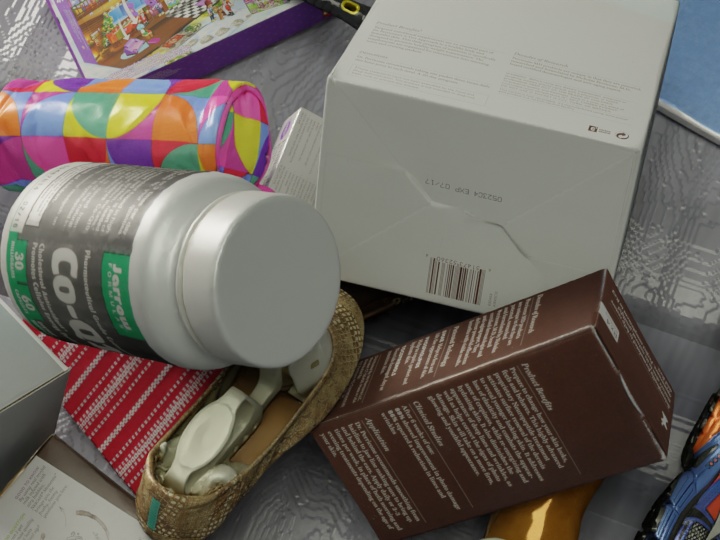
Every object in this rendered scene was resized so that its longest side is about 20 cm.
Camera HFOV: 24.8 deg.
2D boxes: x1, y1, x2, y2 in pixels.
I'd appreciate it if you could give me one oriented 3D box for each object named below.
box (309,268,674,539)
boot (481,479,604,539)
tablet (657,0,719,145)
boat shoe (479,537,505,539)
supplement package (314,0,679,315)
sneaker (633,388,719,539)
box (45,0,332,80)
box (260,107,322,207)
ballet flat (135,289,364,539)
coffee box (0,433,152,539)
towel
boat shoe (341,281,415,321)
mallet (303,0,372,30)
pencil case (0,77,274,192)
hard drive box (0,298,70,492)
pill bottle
[{"bbox_3d":[0.080,0.085,0.997,0.199,0.101,0.075,-20,23,27],"label":"box"},{"bbox_3d":[0.122,0.210,1.020,0.201,0.071,0.144,-38,76,-7],"label":"boot"},{"bbox_3d":[0.285,-0.184,1.195,0.130,0.014,0.201,31,74,14],"label":"tablet"},{"bbox_3d":[0.018,0.234,0.967,0.199,0.066,0.075,-42,65,17],"label":"boat shoe"},{"bbox_3d":[0.088,-0.088,1.052,0.189,0.148,0.201,14,37,9],"label":"supplement package"},{"bbox_3d":[0.226,0.155,1.030,0.078,0.075,0.201,29,74,10],"label":"sneaker"},{"bbox_3d":[-0.129,-0.212,1.212,0.199,0.039,0.138,-25,68,-7],"label":"box"},{"bbox_3d":[-0.065,-0.014,1.124,0.041,0.039,0.202,25,70,-15],"label":"box"},{"bbox_3d":[-0.060,0.077,0.973,0.070,0.065,0.201,29,63,14],"label":"ballet flat"},{"bbox_3d":[-0.131,0.202,1.005,0.199,0.115,0.080,35,73,15],"label":"coffee box"},{"bbox_3d":[-0.136,0.061,1.074,0.200,0.022,0.145,47,113,19],"label":"towel"},{"bbox_3d":[0.000,0.000,1.100,0.198,0.071,0.070,-15,40,-26],"label":"boat shoe"},{"bbox_3d":[-0.086,-0.216,1.171,0.199,0.041,0.066,35,71,13],"label":"mallet"},{"bbox_3d":[-0.157,-0.086,1.116,0.198,0.088,0.089,6,67,23],"label":"pencil case"},{"bbox_3d":[-0.287,0.061,1.040,0.200,0.156,0.077,44,48,17],"label":"hard drive box"},{"bbox_3d":[-0.112,-0.003,0.954,0.199,0.113,0.114,7,63,46],"label":"pill bottle"}]
